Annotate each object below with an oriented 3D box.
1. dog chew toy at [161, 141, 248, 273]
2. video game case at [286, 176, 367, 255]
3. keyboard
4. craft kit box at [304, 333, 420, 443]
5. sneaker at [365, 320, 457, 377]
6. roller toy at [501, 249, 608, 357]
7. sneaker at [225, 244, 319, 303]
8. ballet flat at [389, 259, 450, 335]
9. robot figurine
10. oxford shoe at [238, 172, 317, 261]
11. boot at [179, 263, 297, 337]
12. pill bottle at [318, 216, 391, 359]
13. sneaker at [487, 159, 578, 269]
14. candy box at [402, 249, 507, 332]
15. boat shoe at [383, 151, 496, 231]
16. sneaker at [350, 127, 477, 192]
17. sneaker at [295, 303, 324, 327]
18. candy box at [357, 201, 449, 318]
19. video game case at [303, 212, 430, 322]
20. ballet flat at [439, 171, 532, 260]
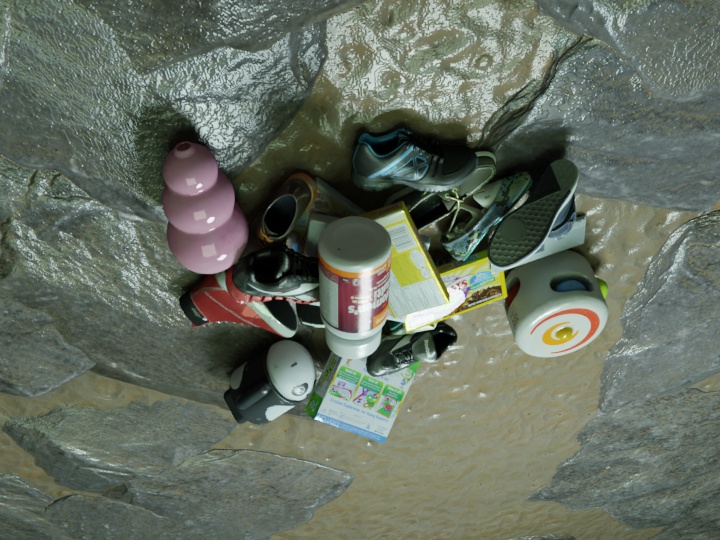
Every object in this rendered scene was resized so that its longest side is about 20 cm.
[{"bbox_3d":[-0.232,-0.094,1.099,0.121,0.126,0.203,-9,132,-3],"label":"dog chew toy"},{"bbox_3d":[-0.053,-0.040,1.250,0.198,0.023,0.181,33,124,-26],"label":"video game case"},{"bbox_3d":[0.312,-0.045,1.323,0.195,0.011,0.057,-17,128,-17],"label":"keyboard"},{"bbox_3d":[0.011,0.219,1.492,0.198,0.048,0.201,27,90,-38],"label":"craft kit box"},{"bbox_3d":[0.103,0.148,1.442,0.196,0.090,0.068,-22,101,-21],"label":"sneaker"},{"bbox_3d":[0.360,0.069,1.414,0.197,0.142,0.182,-31,136,23],"label":"roller toy"},{"bbox_3d":[-0.105,0.005,1.163,0.195,0.073,0.098,0,156,-23],"label":"sneaker"},{"bbox_3d":[0.125,0.064,1.402,0.070,0.070,0.202,28,127,-8],"label":"ballet flat"},{"bbox_3d":[-0.173,0.222,1.469,0.198,0.152,0.124,-34,123,26],"label":"robot figurine"},{"bbox_3d":[-0.143,-0.064,1.170,0.071,0.073,0.201,37,121,-1],"label":"oxford shoe"},{"bbox_3d":[-0.217,0.077,1.339,0.143,0.074,0.199,-34,127,25],"label":"boot"},{"bbox_3d":[-0.009,0.030,1.132,0.106,0.111,0.204,-5,132,-7],"label":"pill bottle"},{"bbox_3d":[0.283,-0.064,1.228,0.203,0.077,0.147,-48,158,-8],"label":"sneaker"},{"bbox_3d":[0.159,0.035,1.333,0.195,0.027,0.104,-20,124,-3],"label":"candy box"},{"bbox_3d":[0.130,-0.118,1.201,0.198,0.061,0.072,-27,139,18],"label":"boat shoe"},{"bbox_3d":[0.083,-0.166,1.124,0.194,0.074,0.083,-6,139,-8],"label":"sneaker"},{"bbox_3d":[-0.020,0.078,1.383,0.194,0.082,0.087,-3,151,-1],"label":"sneaker"},{"bbox_3d":[0.060,-0.012,1.187,0.100,0.027,0.202,-14,128,22],"label":"candy box"},{"bbox_3d":[0.000,0.000,1.246,0.194,0.023,0.185,10,132,-4],"label":"video game case"},{"bbox_3d":[0.198,-0.097,1.245,0.073,0.075,0.201,16,129,-30],"label":"ballet flat"}]
